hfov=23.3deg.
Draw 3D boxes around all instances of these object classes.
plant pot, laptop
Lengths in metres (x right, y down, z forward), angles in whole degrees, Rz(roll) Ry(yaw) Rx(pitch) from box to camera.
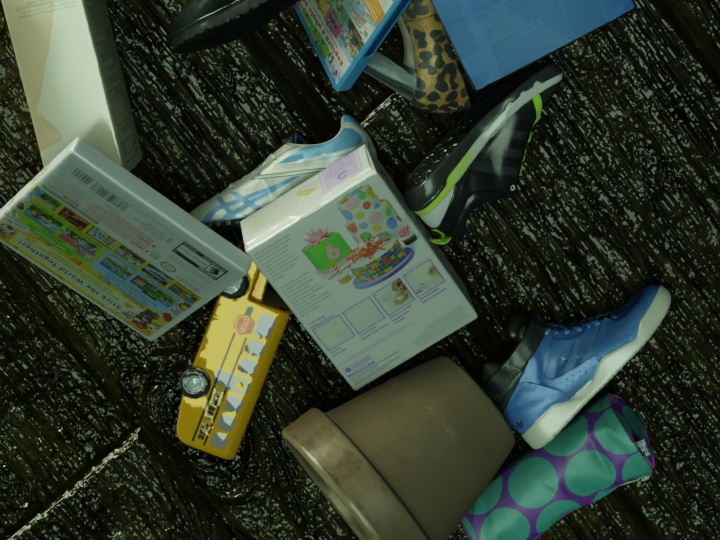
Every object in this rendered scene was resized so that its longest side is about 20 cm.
[{"bbox_3d":[0.048,0.176,1.676,0.174,0.200,0.201,-40,100,-7],"label":"plant pot"},{"bbox_3d":[0.149,-0.299,1.547,0.186,0.201,0.116,-29,59,-18],"label":"laptop"}]

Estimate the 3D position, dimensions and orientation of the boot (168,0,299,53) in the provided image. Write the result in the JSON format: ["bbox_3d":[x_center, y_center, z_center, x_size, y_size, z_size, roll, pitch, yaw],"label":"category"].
[{"bbox_3d":[-0.120,-0.308,1.604,0.197,0.073,0.164,-24,83,37],"label":"boot"}]

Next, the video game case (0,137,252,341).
[{"bbox_3d":[-0.227,-0.024,1.633,0.199,0.023,0.182,35,140,-20],"label":"video game case"}]

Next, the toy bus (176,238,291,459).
[{"bbox_3d":[-0.123,0.076,1.705,0.078,0.065,0.202,21,103,-4],"label":"toy bus"}]

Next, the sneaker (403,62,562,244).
[{"bbox_3d":[0.125,-0.108,1.642,0.200,0.072,0.083,-45,108,-5],"label":"sneaker"}]

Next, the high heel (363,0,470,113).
[{"bbox_3d":[0.079,-0.252,1.627,0.142,0.071,0.201,28,102,-15],"label":"high heel"}]

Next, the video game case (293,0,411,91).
[{"bbox_3d":[-0.003,-0.276,1.549,0.200,0.018,0.144,-50,59,48],"label":"video game case"}]

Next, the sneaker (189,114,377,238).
[{"bbox_3d":[-0.079,-0.085,1.670,0.198,0.072,0.073,-23,76,9],"label":"sneaker"}]

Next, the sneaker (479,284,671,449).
[{"bbox_3d":[0.200,0.064,1.687,0.111,0.077,0.200,44,92,2],"label":"sneaker"}]

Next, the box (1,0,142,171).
[{"bbox_3d":[-0.269,-0.185,1.633,0.077,0.095,0.202,-11,102,6],"label":"box"}]

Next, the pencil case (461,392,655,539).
[{"bbox_3d":[0.195,0.211,1.719,0.199,0.085,0.093,-35,93,10],"label":"pencil case"}]

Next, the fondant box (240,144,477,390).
[{"bbox_3d":[0.000,0.000,1.652,0.143,0.058,0.200,-31,124,10],"label":"fondant box"}]
